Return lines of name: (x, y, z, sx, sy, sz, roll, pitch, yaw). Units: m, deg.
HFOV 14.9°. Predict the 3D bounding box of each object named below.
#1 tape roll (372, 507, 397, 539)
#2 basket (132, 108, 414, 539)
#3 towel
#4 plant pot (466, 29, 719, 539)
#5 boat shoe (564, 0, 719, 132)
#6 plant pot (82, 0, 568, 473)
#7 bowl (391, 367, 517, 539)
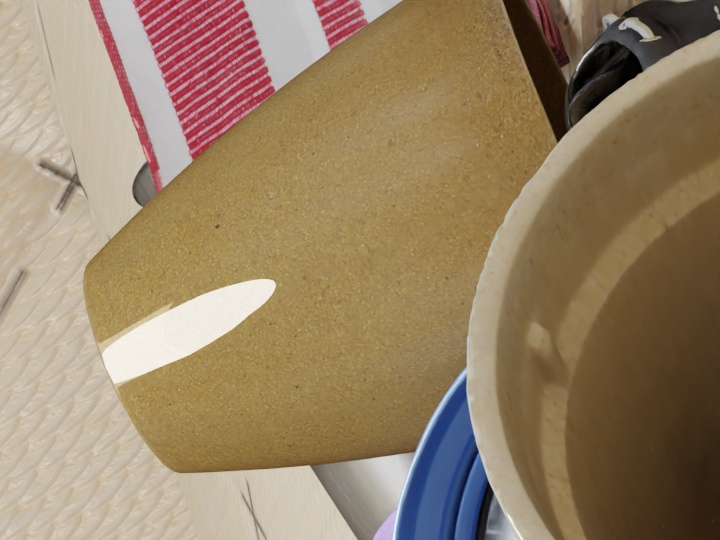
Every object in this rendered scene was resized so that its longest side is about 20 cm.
tape roll: (0.093, 0.162, 1.097, 0.200, 0.066, 0.201, 24, 127, 36)
basket: (0.015, 0.020, 1.272, 0.200, 0.180, 0.136, 64, 149, 17)
towel: (-0.020, -0.113, 1.202, 0.023, 0.200, 0.144, 16, -129, -64)
plant pot: (0.142, 0.062, 0.713, 0.184, 0.200, 0.201, 68, 177, -54)
boat shoe: (0.103, -0.059, 0.982, 0.200, 0.060, 0.074, -178, 70, -78)
plant pot: (0.000, 0.000, 1.079, 0.186, 0.200, 0.187, -24, -90, -82)
bowl: (0.104, 0.105, 0.954, 0.039, 0.200, 0.201, 9, -125, -56)
